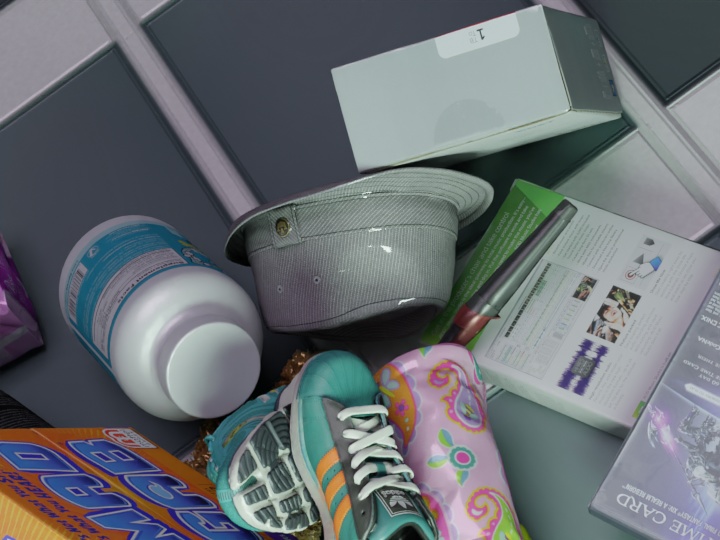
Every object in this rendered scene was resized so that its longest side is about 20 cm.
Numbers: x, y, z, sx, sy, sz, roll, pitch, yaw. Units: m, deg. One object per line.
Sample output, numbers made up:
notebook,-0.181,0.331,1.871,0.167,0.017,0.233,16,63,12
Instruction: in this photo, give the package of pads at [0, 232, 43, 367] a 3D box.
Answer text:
package of pads,-0.354,0.046,1.918,0.199,0.076,0.121,-29,53,6

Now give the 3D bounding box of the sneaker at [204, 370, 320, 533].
sneaker,-0.064,0.126,1.624,0.079,0.078,0.200,-18,9,13

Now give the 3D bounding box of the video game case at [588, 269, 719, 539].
video game case,0.257,0.103,1.611,0.142,0.019,0.201,26,74,19

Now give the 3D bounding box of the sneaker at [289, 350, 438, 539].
sneaker,0.011,0.141,1.546,0.080,0.071,0.201,-30,67,55

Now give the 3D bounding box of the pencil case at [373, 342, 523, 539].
pencil case,0.062,0.149,1.604,0.087,0.087,0.201,-23,57,10

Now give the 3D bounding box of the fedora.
fedora,0.000,0.000,1.735,0.199,0.177,0.091,-14,75,28

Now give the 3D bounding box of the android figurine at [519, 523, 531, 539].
android figurine,0.041,0.232,1.640,0.181,0.041,0.201,-29,54,6

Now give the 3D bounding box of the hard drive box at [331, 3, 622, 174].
hard drive box,0.086,-0.124,1.737,0.155,0.200,0.077,-16,89,15

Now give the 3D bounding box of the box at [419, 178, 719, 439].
box,0.157,0.029,1.717,0.199,0.036,0.145,23,72,33

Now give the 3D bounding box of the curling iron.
curling iron,0.088,0.036,1.702,0.049,0.026,0.201,35,91,26

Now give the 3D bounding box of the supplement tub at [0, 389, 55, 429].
supplement tub,-0.268,0.154,1.780,0.199,0.123,0.123,31,76,36

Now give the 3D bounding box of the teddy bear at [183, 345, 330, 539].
teddy bear,-0.065,0.136,1.742,0.144,0.067,0.200,26,66,28

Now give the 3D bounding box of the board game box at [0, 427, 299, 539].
board game box,-0.181,0.233,1.595,0.199,0.199,0.201,29,105,36

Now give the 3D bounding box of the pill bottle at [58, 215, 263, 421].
pill bottle,-0.137,0.038,1.761,0.111,0.111,0.200,-43,29,-5
